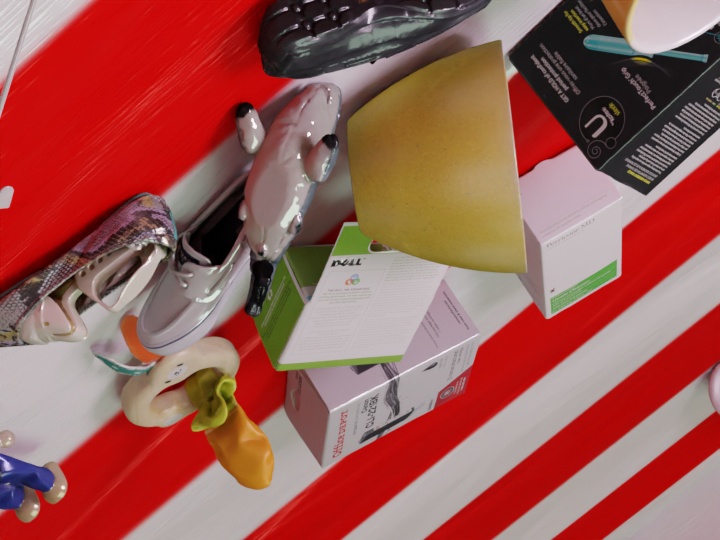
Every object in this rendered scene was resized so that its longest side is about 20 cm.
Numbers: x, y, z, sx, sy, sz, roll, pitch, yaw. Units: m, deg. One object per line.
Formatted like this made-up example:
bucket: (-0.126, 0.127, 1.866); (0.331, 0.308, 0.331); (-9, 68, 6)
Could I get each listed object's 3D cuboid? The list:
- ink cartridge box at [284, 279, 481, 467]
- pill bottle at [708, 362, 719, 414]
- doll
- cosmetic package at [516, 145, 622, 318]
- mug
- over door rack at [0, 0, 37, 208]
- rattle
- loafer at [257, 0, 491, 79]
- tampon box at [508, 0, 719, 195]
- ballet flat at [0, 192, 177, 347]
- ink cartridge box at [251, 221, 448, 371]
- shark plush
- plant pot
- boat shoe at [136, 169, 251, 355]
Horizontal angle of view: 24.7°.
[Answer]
ink cartridge box: (0.022, 0.115, 1.818); (0.199, 0.084, 0.145); (-25, 154, -19)
pill bottle: (0.659, 0.203, 2.725); (0.114, 0.115, 0.200); (-42, 154, 16)
doll: (-0.362, 0.189, 1.514); (0.136, 0.049, 0.199); (-35, 150, 24)
cosmetic package: (0.221, -0.041, 1.790); (0.107, 0.085, 0.200); (-30, 156, -4)
mug: (0.223, -0.285, 1.280); (0.149, 0.154, 0.187); (-33, 155, -1)
over door rack: (-0.276, -0.135, 1.011); (0.147, 0.066, 0.202); (-8, 123, -44)
rattle: (-0.166, 0.133, 1.561); (0.129, 0.144, 0.200); (-15, 160, 1)
loafer: (0.011, -0.198, 1.281); (0.199, 0.069, 0.071); (-19, 159, -20)
tampon box: (0.268, -0.196, 1.496); (0.200, 0.150, 0.126); (-43, 153, 17)
ballet flat: (-0.231, 0.017, 1.351); (0.200, 0.072, 0.072); (-37, 155, 4)
ink cartridge box: (0.000, 0.000, 1.572); (0.147, 0.076, 0.201); (-3, 137, -30)
shark plush: (-0.054, -0.055, 1.368); (0.083, 0.090, 0.202); (-32, 129, -69)
plant pot: (0.064, -0.091, 1.422); (0.140, 0.202, 0.200); (-6, 155, 5)
boat shoe: (-0.137, -0.012, 1.429); (0.200, 0.074, 0.065); (-51, 147, 11)
